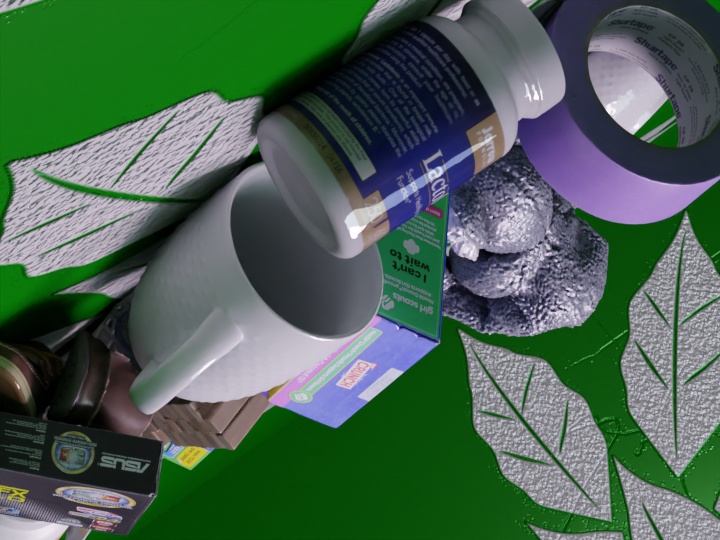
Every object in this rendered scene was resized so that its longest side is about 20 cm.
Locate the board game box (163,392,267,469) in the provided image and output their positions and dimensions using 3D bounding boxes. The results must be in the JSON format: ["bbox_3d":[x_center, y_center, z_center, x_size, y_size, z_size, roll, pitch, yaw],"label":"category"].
[{"bbox_3d":[-0.173,0.111,1.813,0.200,0.134,0.029,-45,-157,53],"label":"board game box"}]

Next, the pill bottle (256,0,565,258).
[{"bbox_3d":[0.037,-0.107,1.386,0.200,0.116,0.116,-34,173,-13],"label":"pill bottle"}]

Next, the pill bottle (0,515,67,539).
[{"bbox_3d":[-0.319,0.209,1.817,0.116,0.117,0.200,-31,173,-27],"label":"pill bottle"}]

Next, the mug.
[{"bbox_3d":[-0.103,0.035,1.488,0.175,0.148,0.200,-35,-169,41],"label":"mug"}]

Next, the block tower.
[{"bbox_3d":[-0.160,0.112,1.673,0.200,0.054,0.058,-6,-142,52],"label":"block tower"}]

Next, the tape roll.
[{"bbox_3d":[0.233,-0.147,1.691,0.200,0.200,0.085,-31,171,-30],"label":"tape roll"}]

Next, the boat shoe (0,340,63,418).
[{"bbox_3d":[-0.261,0.083,1.502,0.200,0.072,0.072,96,18,-68],"label":"boat shoe"}]

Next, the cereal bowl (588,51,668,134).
[{"bbox_3d":[0.239,-0.173,1.870,0.200,0.083,0.200,-46,-179,1],"label":"cereal bowl"}]

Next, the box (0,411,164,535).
[{"bbox_3d":[-0.257,0.148,1.486,0.199,0.045,0.160,11,160,-12],"label":"box"}]

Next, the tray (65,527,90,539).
[{"bbox_3d":[-0.232,0.187,1.827,0.108,0.022,0.200,-65,-173,-35],"label":"tray"}]

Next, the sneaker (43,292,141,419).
[{"bbox_3d":[-0.201,0.064,1.668,0.199,0.075,0.087,-33,-170,6],"label":"sneaker"}]

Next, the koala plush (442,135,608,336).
[{"bbox_3d":[0.131,-0.050,1.789,0.178,0.183,0.200,-49,151,-19],"label":"koala plush"}]

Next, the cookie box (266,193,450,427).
[{"bbox_3d":[0.000,0.000,1.627,0.171,0.075,0.201,-42,-146,47],"label":"cookie box"}]

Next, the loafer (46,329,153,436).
[{"bbox_3d":[-0.191,0.092,1.530,0.200,0.071,0.073,91,19,-86],"label":"loafer"}]
